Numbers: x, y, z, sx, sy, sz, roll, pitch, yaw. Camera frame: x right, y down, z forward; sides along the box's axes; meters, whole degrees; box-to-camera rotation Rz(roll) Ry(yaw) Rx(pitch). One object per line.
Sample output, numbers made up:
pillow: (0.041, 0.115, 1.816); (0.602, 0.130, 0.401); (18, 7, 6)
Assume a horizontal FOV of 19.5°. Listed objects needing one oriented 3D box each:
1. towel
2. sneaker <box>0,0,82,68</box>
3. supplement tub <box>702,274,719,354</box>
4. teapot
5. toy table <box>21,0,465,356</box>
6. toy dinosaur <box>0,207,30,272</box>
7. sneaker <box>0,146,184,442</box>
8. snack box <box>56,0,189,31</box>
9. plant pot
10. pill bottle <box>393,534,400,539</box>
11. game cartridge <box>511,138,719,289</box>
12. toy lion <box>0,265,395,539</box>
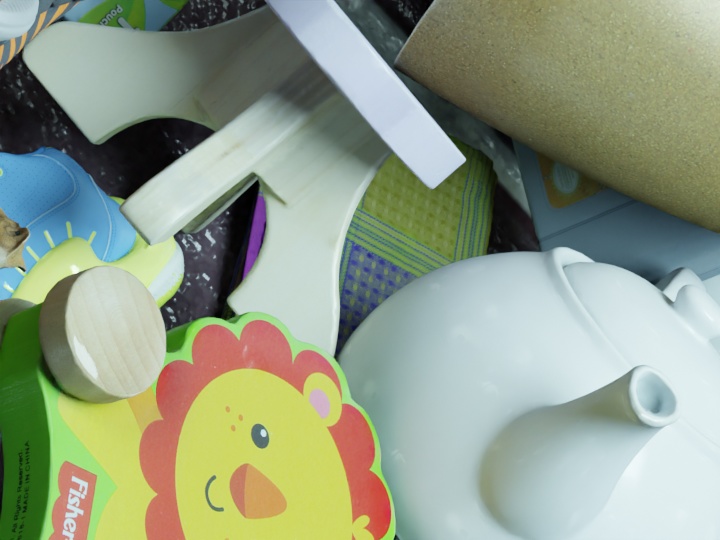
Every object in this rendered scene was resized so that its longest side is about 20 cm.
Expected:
towel: (0.000, 0.000, 1.011); (0.144, 0.023, 0.200); (28, 59, -32)
sneaker: (-0.161, -0.091, 0.771); (0.078, 0.112, 0.200); (42, 19, -5)
supplement tub: (0.209, 0.019, 1.101); (0.145, 0.145, 0.200); (51, 49, -15)
teapot: (0.094, 0.060, 0.885); (0.197, 0.146, 0.200); (34, 18, -42)
toy table: (-0.039, -0.056, 0.872); (0.184, 0.117, 0.200); (51, 3, 11)
toy dinosaur: (-0.188, -0.071, 0.830); (0.106, 0.060, 0.200); (-11, 64, -25)
sneaker: (-0.162, 0.015, 0.840); (0.105, 0.076, 0.200); (49, 41, -1)
snack box: (-0.130, -0.207, 0.908); (0.142, 0.053, 0.200); (-46, 110, -6)
plant pot: (0.148, -0.100, 0.908); (0.200, 0.186, 0.186); (39, 51, -1)
pill bottle: (-0.023, 0.132, 0.879); (0.200, 0.113, 0.113); (39, 53, -24)
game cartridge: (0.135, -0.088, 1.028); (0.042, 0.133, 0.200); (12, 59, -51)
toy lion: (-0.061, 0.100, 0.739); (0.192, 0.069, 0.200); (33, 51, -38)
